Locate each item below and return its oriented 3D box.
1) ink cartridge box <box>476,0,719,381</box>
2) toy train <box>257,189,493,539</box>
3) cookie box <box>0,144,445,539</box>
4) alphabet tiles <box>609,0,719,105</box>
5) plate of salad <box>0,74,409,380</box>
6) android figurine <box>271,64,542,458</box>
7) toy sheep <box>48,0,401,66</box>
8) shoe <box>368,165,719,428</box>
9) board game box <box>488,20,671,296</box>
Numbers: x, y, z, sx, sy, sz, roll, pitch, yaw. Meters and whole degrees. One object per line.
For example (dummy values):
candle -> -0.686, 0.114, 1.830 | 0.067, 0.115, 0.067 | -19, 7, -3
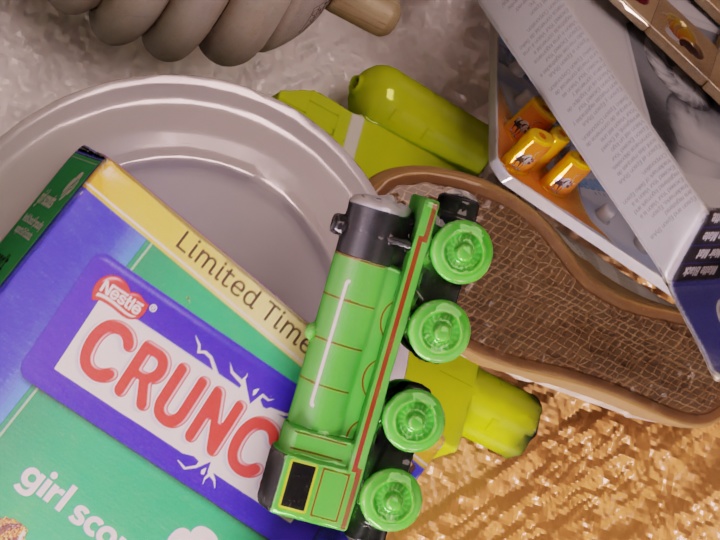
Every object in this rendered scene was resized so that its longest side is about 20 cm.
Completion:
ink cartridge box -> 0.165, -0.051, 1.046 | 0.199, 0.041, 0.201 | -4, 57, -51
toy train -> -0.004, 0.065, 0.852 | 0.056, 0.042, 0.201 | 15, 92, -10
cookie box -> -0.097, 0.084, 0.883 | 0.171, 0.075, 0.200 | 40, 84, -17
alphabet tiles -> 0.187, -0.093, 1.073 | 0.200, 0.008, 0.167 | 43, 30, -8
plate of salad -> -0.078, 0.023, 0.946 | 0.199, 0.048, 0.201 | -2, 100, -15
android figurine -> 0.000, 0.000, 1.034 | 0.199, 0.041, 0.183 | 30, 63, -24
toy sheep -> -0.071, -0.148, 0.976 | 0.199, 0.138, 0.139 | 21, 66, -12
shoe -> 0.073, 0.015, 1.031 | 0.199, 0.053, 0.070 | 29, 83, -24
board game box -> 0.142, -0.062, 1.095 | 0.199, 0.026, 0.201 | 32, 35, -21
